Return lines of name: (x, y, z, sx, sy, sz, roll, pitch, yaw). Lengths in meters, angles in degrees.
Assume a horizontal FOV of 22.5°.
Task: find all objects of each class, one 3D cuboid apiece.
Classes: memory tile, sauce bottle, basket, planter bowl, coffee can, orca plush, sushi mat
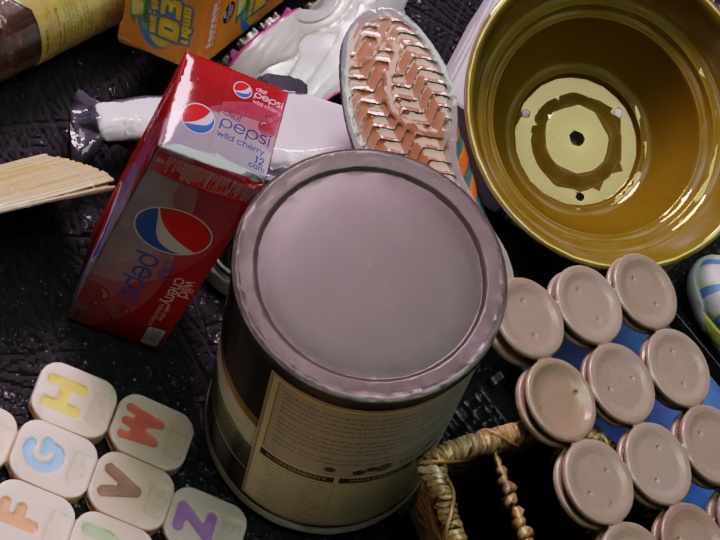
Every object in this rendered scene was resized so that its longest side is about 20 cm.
memory tile: (0.157, 0.090, 1.044, 0.152, 0.017, 0.202, -12, 74, -39)
sauce bottle: (-0.215, -0.160, 1.145, 0.065, 0.065, 0.200, 48, 52, 8)
basket: (0.123, 0.184, 1.021, 0.141, 0.149, 0.202, -18, 73, -7)
planter bowl: (0.150, -0.092, 1.161, 0.198, 0.083, 0.203, 2, 80, -13)
coffee can: (-0.009, 0.046, 1.020, 0.145, 0.200, 0.148, 4, 62, -8)
orca plush: (-0.084, -0.065, 1.148, 0.198, 0.072, 0.106, -7, 44, -12)
sushi mat: (-0.249, -0.038, 1.052, 0.198, 0.095, 0.012, -16, 109, -31)

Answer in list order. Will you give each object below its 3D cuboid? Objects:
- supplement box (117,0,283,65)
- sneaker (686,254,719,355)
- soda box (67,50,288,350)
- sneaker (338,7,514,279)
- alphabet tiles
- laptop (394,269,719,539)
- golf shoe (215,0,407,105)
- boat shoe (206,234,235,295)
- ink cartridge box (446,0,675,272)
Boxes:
supplement box: (-0.082, -0.207, 1.203, 0.068, 0.067, 0.200, 26, 40, 16)
sneaker: (0.320, 0.049, 1.251, 0.200, 0.105, 0.076, 44, 53, 4)
soda box: (-0.108, -0.035, 1.038, 0.063, 0.200, 0.071, 21, 55, -13)
sneaker: (0.034, -0.059, 1.105, 0.071, 0.080, 0.202, -20, 93, -6)
alphabet tiles: (-0.164, 0.150, 1.019, 0.194, 0.015, 0.201, 24, 55, -10)
laptop: (0.136, 0.122, 1.123, 0.199, 0.103, 0.178, -32, 78, -36)
golf shoe: (-0.011, -0.152, 1.242, 0.200, 0.075, 0.092, -39, 91, -29)
boat shoe: (0.000, 0.000, 1.149, 0.198, 0.071, 0.073, 9, 58, -21)
ink cartridge box: (0.149, -0.098, 1.270, 0.199, 0.084, 0.146, 32, 55, -6)
